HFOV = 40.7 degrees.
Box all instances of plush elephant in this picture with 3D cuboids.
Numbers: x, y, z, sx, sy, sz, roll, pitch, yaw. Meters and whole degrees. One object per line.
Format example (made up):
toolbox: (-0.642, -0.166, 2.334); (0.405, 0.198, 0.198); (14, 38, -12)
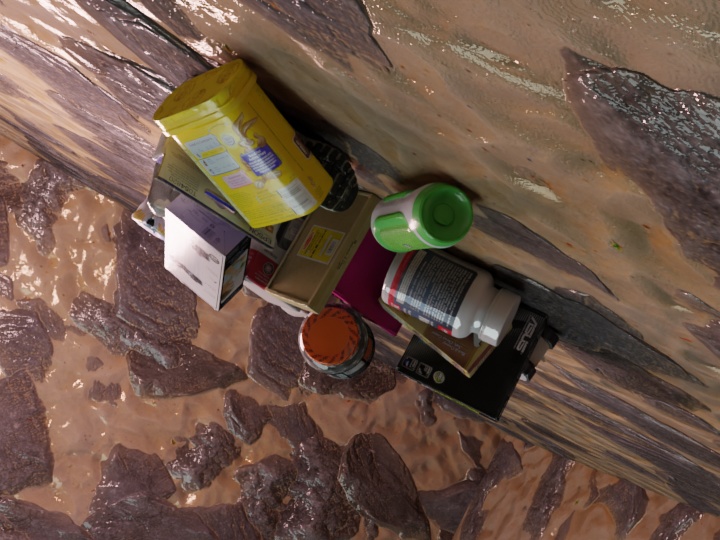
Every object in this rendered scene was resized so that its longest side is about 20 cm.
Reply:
plush elephant: (-0.231, -0.162, 1.505); (0.155, 0.200, 0.165); (6, 170, -1)

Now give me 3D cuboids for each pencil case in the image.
pencil case: (-0.299, -0.144, 1.623); (0.083, 0.200, 0.091); (31, 172, 15)

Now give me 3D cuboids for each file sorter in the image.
file sorter: (0.000, 0.000, 1.718); (0.125, 0.139, 0.200); (22, 169, 44)

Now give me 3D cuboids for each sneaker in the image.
sneaker: (-0.087, -0.157, 1.355); (0.200, 0.079, 0.089); (39, 175, -15)

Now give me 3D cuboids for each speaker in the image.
speaker: (0.077, -0.068, 1.284); (0.088, 0.088, 0.200); (31, 171, -14)

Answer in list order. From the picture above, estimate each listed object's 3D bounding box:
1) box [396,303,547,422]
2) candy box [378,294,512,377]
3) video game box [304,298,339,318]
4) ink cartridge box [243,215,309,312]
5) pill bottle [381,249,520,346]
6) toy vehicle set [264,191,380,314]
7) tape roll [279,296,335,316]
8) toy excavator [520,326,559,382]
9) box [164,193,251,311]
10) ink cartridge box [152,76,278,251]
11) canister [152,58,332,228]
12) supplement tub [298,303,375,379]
box: (0.191, 0.129, 1.660); (0.193, 0.200, 0.048); (26, 170, 21)
candy box: (0.142, 0.072, 1.635); (0.200, 0.115, 0.055); (39, 173, 20)
video game box: (-0.102, -0.011, 1.827); (0.047, 0.182, 0.200); (-11, 150, 28)
ink cartridge box: (-0.122, -0.054, 1.585); (0.086, 0.200, 0.148); (19, 167, 43)
pill bottle: (0.146, 0.039, 1.550); (0.200, 0.120, 0.120); (26, 171, 16)
toy vehicle set: (-0.058, -0.036, 1.496); (0.027, 0.200, 0.124); (37, 169, -38)
tape roll: (-0.101, -0.017, 1.744); (0.037, 0.203, 0.203); (-5, 154, 31)
toy excavator: (0.227, 0.090, 1.742); (0.200, 0.100, 0.194); (46, 163, -21)
box: (-0.228, -0.031, 1.436); (0.117, 0.060, 0.200); (38, 153, 9)
ink cartridge box: (-0.190, -0.142, 1.353); (0.200, 0.200, 0.041); (34, 136, -28)
canister: (-0.146, -0.154, 1.236); (0.148, 0.087, 0.200); (-11, 130, 40)
supplement tub: (-0.041, 0.125, 1.707); (0.122, 0.123, 0.200); (27, 173, 10)
